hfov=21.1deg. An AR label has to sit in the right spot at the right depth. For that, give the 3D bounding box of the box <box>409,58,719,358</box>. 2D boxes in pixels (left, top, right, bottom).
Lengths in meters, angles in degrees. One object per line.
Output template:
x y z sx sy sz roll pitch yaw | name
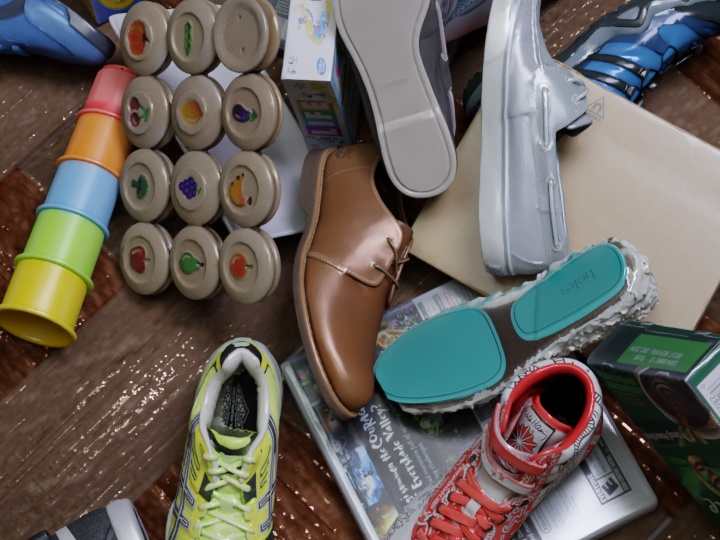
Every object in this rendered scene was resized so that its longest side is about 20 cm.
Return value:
0.150 -0.036 1.287 0.199 0.021 0.164 30 88 12 | box

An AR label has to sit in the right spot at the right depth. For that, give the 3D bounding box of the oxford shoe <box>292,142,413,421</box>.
0.000 0.000 1.266 0.071 0.071 0.201 -13 61 24 | oxford shoe

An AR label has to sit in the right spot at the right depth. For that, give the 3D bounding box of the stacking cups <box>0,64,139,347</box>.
-0.197 -0.049 1.338 0.060 0.061 0.201 11 66 7 | stacking cups

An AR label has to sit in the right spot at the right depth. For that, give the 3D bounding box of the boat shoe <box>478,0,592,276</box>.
0.116 -0.097 1.259 0.071 0.070 0.202 1 89 9 | boat shoe

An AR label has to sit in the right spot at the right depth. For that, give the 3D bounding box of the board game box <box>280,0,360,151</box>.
-0.018 -0.197 1.323 0.034 0.135 0.201 4 73 8 | board game box

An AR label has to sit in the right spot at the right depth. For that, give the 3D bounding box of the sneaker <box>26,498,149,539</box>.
-0.162 0.252 1.209 0.111 0.073 0.201 -22 60 -3 | sneaker

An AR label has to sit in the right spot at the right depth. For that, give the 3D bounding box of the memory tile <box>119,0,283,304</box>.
-0.109 -0.080 1.280 0.153 0.017 0.202 5 97 42 | memory tile

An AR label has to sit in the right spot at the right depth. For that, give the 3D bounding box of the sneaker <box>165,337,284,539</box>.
-0.090 0.140 1.238 0.075 0.076 0.201 1 77 1 | sneaker

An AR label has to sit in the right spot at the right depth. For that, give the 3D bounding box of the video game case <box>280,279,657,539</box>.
0.069 0.109 1.277 0.181 0.023 0.201 -25 70 -8 | video game case

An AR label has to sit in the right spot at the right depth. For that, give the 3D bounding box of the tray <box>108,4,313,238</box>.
-0.094 -0.101 1.350 0.107 0.022 0.201 -11 62 -42 | tray

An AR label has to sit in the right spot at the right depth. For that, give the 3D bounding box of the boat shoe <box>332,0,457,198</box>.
0.023 -0.146 1.254 0.066 0.057 0.201 -10 106 6 | boat shoe

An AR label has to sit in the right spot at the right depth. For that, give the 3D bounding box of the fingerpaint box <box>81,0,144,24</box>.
-0.145 -0.284 1.351 0.166 0.200 0.074 -29 68 -8 | fingerpaint box

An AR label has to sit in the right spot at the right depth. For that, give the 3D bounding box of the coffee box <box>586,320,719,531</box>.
0.233 0.120 1.164 0.044 0.123 0.200 -44 108 -14 | coffee box

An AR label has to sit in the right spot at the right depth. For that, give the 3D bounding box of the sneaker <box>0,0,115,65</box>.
-0.271 -0.177 1.391 0.199 0.066 0.079 25 83 12 | sneaker

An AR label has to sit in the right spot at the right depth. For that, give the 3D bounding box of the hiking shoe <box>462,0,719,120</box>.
0.174 -0.126 1.348 0.199 0.074 0.087 -25 76 3 | hiking shoe

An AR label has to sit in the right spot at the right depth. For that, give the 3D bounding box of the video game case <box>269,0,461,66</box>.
0.022 -0.229 1.418 0.142 0.019 0.201 19 70 10 | video game case

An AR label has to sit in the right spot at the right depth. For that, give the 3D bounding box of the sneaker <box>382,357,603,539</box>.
0.074 0.136 1.196 0.201 0.108 0.067 -43 73 -13 | sneaker

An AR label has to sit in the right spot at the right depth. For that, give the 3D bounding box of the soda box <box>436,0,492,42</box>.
0.093 -0.219 1.339 0.200 0.069 0.064 -29 66 -39 | soda box

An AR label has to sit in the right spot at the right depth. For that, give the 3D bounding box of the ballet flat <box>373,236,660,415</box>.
0.106 0.046 1.245 0.199 0.072 0.072 -25 66 24 | ballet flat
